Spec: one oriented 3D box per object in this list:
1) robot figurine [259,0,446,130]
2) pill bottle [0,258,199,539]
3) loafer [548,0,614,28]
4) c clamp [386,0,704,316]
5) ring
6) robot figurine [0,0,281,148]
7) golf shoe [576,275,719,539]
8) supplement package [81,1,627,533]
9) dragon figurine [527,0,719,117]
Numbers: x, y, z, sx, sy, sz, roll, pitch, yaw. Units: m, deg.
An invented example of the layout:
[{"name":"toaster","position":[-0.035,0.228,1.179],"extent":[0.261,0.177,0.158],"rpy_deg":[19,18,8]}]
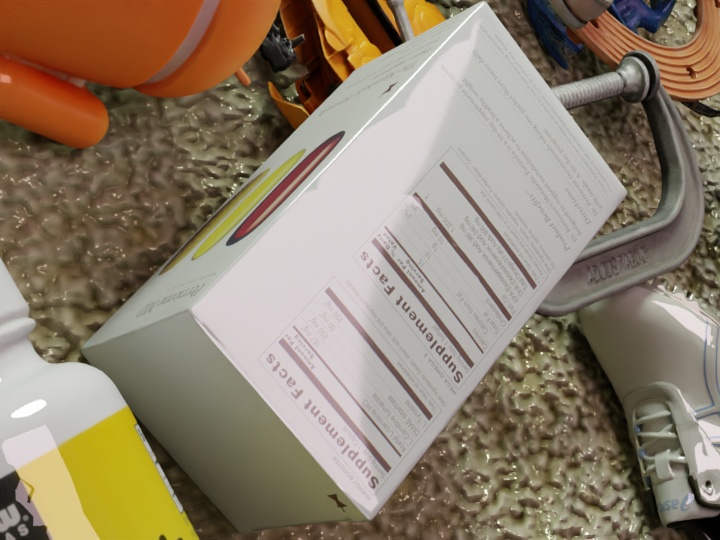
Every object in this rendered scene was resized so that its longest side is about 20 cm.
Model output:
[{"name":"robot figurine","position":[-0.012,-0.122,0.811],"extent":[0.201,0.058,0.145],"rpy_deg":[54,41,-11]},{"name":"pill bottle","position":[-0.113,0.101,0.545],"extent":[0.111,0.111,0.201],"rpy_deg":[-29,90,-49]},{"name":"loafer","position":[0.120,-0.227,0.881],"extent":[0.072,0.062,0.202],"rpy_deg":[36,40,-47]},{"name":"c clamp","position":[0.110,-0.067,0.836],"extent":[0.199,0.027,0.173],"rpy_deg":[-11,88,-40]},{"name":"ring","position":[0.153,-0.186,0.957],"extent":[0.199,0.019,0.202],"rpy_deg":[24,50,-32]},{"name":"robot figurine","position":[-0.114,-0.137,0.667],"extent":[0.199,0.116,0.145],"rpy_deg":[13,62,-37]},{"name":"golf shoe","position":[0.183,0.091,0.890],"extent":[0.200,0.078,0.097],"rpy_deg":[49,49,-14]},{"name":"supplement package","position":[0.000,0.000,0.679],"extent":[0.110,0.113,0.200],"rpy_deg":[50,58,-13]},{"name":"dragon figurine","position":[0.143,-0.165,0.992],"extent":[0.099,0.059,0.201],"rpy_deg":[-18,78,-47]}]
